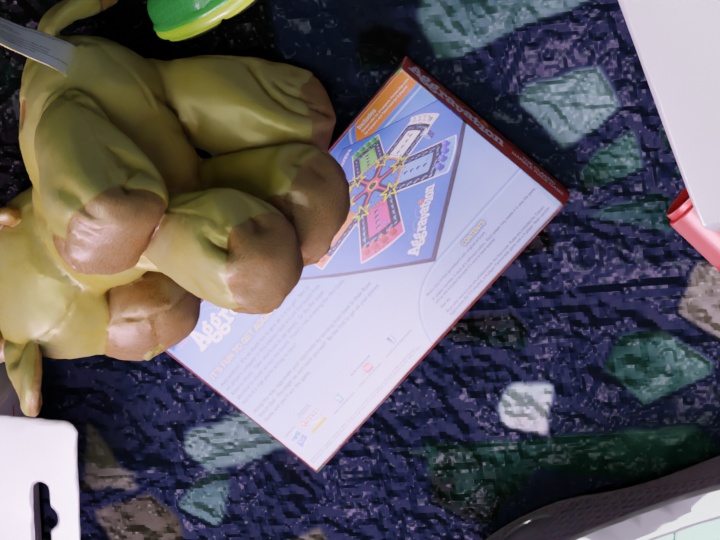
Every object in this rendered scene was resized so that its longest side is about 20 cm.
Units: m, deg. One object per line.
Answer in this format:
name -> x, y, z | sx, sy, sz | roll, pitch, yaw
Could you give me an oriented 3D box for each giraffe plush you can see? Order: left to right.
giraffe plush -> -0.119, -0.017, 1.414 | 0.199, 0.173, 0.163 | 29, 127, 6

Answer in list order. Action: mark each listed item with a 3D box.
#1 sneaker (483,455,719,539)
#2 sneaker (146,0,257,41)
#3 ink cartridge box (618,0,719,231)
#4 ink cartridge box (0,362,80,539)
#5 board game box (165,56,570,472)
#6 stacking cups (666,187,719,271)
sneaker -> 0.142, 0.167, 1.469 | 0.199, 0.074, 0.119 | -18, 103, 18
sneaker -> -0.043, -0.193, 1.354 | 0.083, 0.074, 0.200 | 33, 108, -6
ink cartridge box -> 0.196, -0.134, 1.248 | 0.144, 0.200, 0.148 | -17, 109, 20
ink cartridge box -> -0.229, 0.101, 1.536 | 0.199, 0.068, 0.117 | 7, 116, 11
board game box -> 0.000, 0.000, 1.461 | 0.103, 0.019, 0.200 | 38, 117, -7
stacking cups -> 0.228, 0.026, 1.394 | 0.200, 0.061, 0.060 | 42, 117, -7
